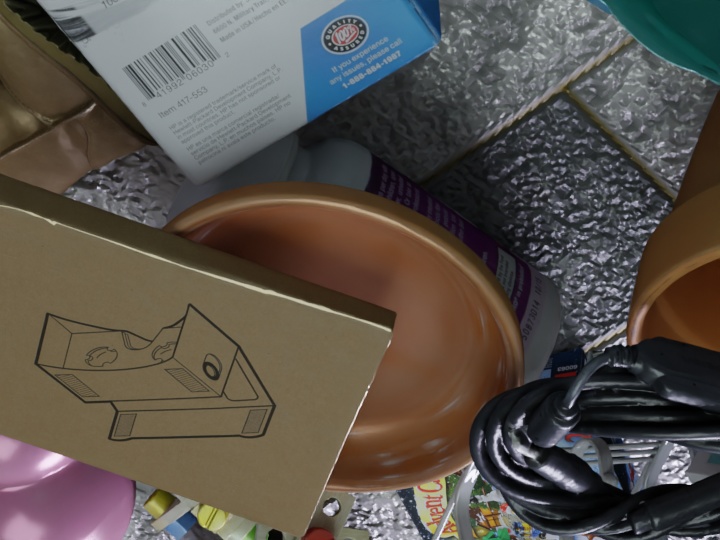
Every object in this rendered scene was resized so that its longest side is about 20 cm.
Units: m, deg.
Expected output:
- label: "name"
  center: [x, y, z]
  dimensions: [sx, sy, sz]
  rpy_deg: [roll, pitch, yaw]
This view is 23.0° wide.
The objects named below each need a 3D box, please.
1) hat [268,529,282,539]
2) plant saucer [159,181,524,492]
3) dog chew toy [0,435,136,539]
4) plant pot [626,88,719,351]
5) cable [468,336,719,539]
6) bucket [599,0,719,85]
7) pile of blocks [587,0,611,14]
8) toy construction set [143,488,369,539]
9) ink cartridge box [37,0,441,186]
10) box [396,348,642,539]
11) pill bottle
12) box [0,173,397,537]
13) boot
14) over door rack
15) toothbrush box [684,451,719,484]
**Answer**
- label: "hat"
  center: [-0.062, 0.223, 1.164]
  dimensions: [0.199, 0.081, 0.201]
  rpy_deg: [3, 131, 4]
- label: "plant saucer"
  center: [-0.017, 0.031, 0.870]
  dimensions: [0.199, 0.038, 0.201]
  rpy_deg: [6, 133, 7]
- label: "dog chew toy"
  center: [-0.207, 0.093, 1.061]
  dimensions: [0.124, 0.125, 0.201]
  rpy_deg: [-2, 122, 13]
- label: "plant pot"
  center: [0.231, -0.018, 0.837]
  dimensions: [0.199, 0.141, 0.200]
  rpy_deg: [8, 149, 5]
- label: "cable"
  center: [0.155, 0.096, 0.843]
  dimensions: [0.199, 0.051, 0.163]
  rpy_deg: [13, 145, -18]
- label: "bucket"
  center: [0.180, -0.161, 0.699]
  dimensions: [0.206, 0.135, 0.209]
  rpy_deg: [1, 92, 17]
- label: "pile of blocks"
  center: [0.150, -0.146, 0.816]
  dimensions: [0.199, 0.062, 0.082]
  rpy_deg: [-11, 127, 21]
- label: "toy construction set"
  center: [-0.051, 0.116, 1.018]
  dimensions: [0.092, 0.131, 0.200]
  rpy_deg: [47, 166, -19]
- label: "ink cartridge box"
  center: [-0.075, -0.161, 0.821]
  dimensions: [0.146, 0.086, 0.200]
  rpy_deg: [-28, 119, 19]
- label: "box"
  center: [0.102, 0.143, 1.090]
  dimensions: [0.136, 0.038, 0.201]
  rpy_deg: [-13, 126, 21]
- label: "pill bottle"
  center: [0.000, 0.000, 0.940]
  dimensions: [0.200, 0.113, 0.112]
  rpy_deg: [34, 128, -18]
- label: "box"
  center: [-0.099, 0.046, 0.863]
  dimensions: [0.199, 0.021, 0.164]
  rpy_deg: [19, 133, -4]
- label: "boot"
  center: [-0.215, -0.087, 0.940]
  dimensions: [0.199, 0.066, 0.175]
  rpy_deg: [-25, 121, 30]
- label: "over door rack"
  center: [0.097, 0.172, 1.008]
  dimensions: [0.147, 0.067, 0.200]
  rpy_deg: [1, 137, -30]
- label: "toothbrush box"
  center: [0.293, 0.152, 0.967]
  dimensions: [0.146, 0.085, 0.200]
  rpy_deg: [6, 139, 49]
